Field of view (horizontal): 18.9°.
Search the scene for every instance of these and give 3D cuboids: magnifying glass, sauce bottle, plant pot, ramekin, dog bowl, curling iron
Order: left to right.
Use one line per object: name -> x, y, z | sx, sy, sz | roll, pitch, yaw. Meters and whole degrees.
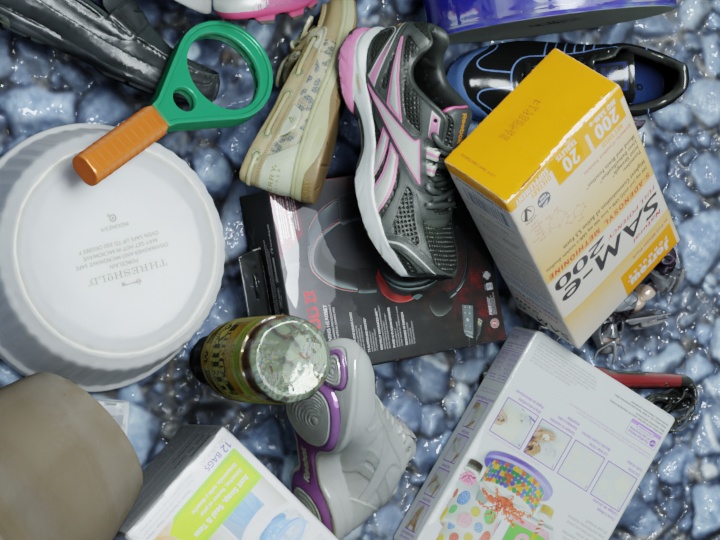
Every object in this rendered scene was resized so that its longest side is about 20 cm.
plant pot -> -0.252, 0.168, 1.521 | 0.173, 0.200, 0.200 | -44, 102, -31
ramekin -> -0.192, -0.013, 1.597 | 0.201, 0.094, 0.204 | 2, 85, -22
magnifying glass -> -0.137, -0.119, 1.582 | 0.080, 0.022, 0.200 | 52, 48, -4
sauce bottle -> -0.080, 0.067, 1.579 | 0.064, 0.200, 0.065 | 2, 85, -20
dog bowl -> 0.145, -0.230, 1.687 | 0.199, 0.200, 0.079 | -8, 91, -22
curling iron -> 0.192, 0.100, 1.778 | 0.199, 0.026, 0.050 | 9, 80, -21

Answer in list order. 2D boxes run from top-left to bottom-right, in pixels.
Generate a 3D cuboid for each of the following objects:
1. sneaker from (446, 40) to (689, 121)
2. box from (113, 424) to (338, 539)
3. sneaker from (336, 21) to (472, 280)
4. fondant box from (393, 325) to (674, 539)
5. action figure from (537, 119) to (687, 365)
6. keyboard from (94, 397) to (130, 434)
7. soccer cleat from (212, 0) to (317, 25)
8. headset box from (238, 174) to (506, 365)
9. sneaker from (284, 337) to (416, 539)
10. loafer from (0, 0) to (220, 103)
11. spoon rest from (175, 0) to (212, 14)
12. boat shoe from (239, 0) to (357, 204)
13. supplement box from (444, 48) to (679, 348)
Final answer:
sneaker -> 0.171, -0.157, 1.758 | 0.199, 0.078, 0.071 | -4, 87, -22
box -> -0.084, 0.222, 1.621 | 0.200, 0.101, 0.113 | 46, 73, -13
sneaker -> 0.044, -0.091, 1.604 | 0.080, 0.086, 0.201 | -17, 92, -54
fondant box -> 0.139, 0.166, 1.724 | 0.144, 0.058, 0.201 | 32, 83, -17
action figure -> 0.200, -0.023, 1.768 | 0.129, 0.069, 0.201 | -2, 91, -27
keyboard -> -0.269, 0.117, 1.605 | 0.199, 0.011, 0.057 | 7, 89, -21
soccer cleat -> -0.040, -0.249, 1.666 | 0.199, 0.070, 0.087 | -25, 117, -40
headset box -> 0.000, 0.000, 1.682 | 0.199, 0.075, 0.150 | -9, 90, -22
sneaker -> -0.005, 0.117, 1.640 | 0.099, 0.201, 0.075 | -26, 52, -28
loafer -> -0.191, -0.185, 1.618 | 0.200, 0.068, 0.071 | 25, 95, -15
spoon rest -> -0.195, -0.250, 1.622 | 0.200, 0.099, 0.061 | 37, 100, -2
boat shoe -> -0.043, -0.139, 1.650 | 0.062, 0.074, 0.201 | 10, 47, 3
supplement box -> 0.156, -0.051, 1.628 | 0.126, 0.073, 0.200 | -46, 142, -11
